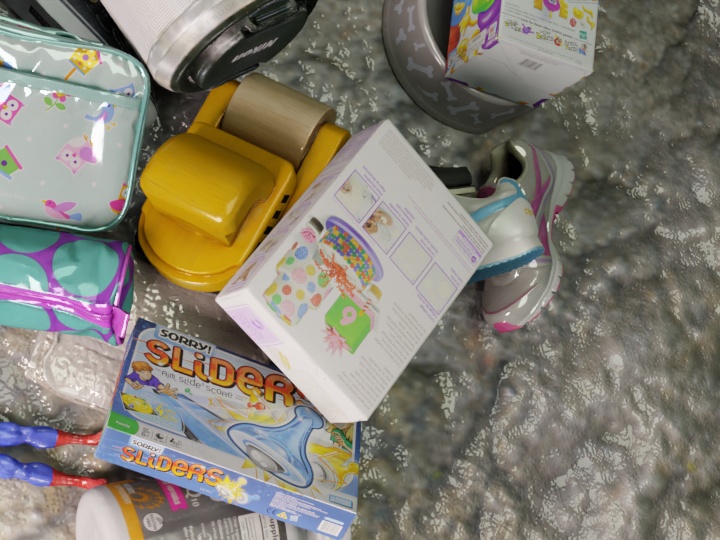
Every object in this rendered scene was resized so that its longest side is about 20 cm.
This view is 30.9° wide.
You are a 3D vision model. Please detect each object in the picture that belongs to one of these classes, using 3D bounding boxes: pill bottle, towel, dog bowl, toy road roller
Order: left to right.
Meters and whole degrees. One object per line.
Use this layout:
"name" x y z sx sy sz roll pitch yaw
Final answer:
"towel" -0.169 0.064 1.091 0.199 0.034 0.133 22 70 -20
"pill bottle" -0.115 0.211 1.034 0.199 0.116 0.117 -8 81 -28
"toy road roller" -0.102 -0.077 1.062 0.122 0.146 0.201 25 76 11
"dog bowl" 0.122 -0.239 1.295 0.199 0.059 0.201 7 74 -24

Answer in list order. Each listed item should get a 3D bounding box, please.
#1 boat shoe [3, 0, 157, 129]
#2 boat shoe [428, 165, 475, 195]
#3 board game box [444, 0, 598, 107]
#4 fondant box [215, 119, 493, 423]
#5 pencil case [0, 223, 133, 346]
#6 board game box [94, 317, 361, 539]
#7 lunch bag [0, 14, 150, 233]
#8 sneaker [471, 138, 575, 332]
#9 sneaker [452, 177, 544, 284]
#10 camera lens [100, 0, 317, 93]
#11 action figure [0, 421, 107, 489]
"boat shoe" -0.224 -0.219 1.112 0.200 0.071 0.091 49 64 -7
"boat shoe" 0.015 -0.091 1.196 0.200 0.074 0.063 0 85 -22
"board game box" 0.156 -0.274 1.228 0.104 0.103 0.201 15 72 -22
"fondant box" 0.000 0.000 1.044 0.144 0.058 0.200 48 59 -18
"pencil case" -0.274 0.006 1.001 0.199 0.092 0.086 8 111 -9
"board game box" -0.097 0.122 1.019 0.199 0.035 0.136 21 32 -12
"lunch bag" -0.270 -0.120 1.024 0.199 0.077 0.161 10 104 -18
"sneaker" 0.139 -0.039 1.235 0.088 0.081 0.201 30 57 -33
"sneaker" 0.060 -0.022 1.174 0.199 0.077 0.081 -16 78 2
"camera lens" -0.140 -0.256 1.044 0.160 0.160 0.200 -32 85 -29
"action figure" -0.284 0.130 0.986 0.199 0.099 0.066 9 72 -21
